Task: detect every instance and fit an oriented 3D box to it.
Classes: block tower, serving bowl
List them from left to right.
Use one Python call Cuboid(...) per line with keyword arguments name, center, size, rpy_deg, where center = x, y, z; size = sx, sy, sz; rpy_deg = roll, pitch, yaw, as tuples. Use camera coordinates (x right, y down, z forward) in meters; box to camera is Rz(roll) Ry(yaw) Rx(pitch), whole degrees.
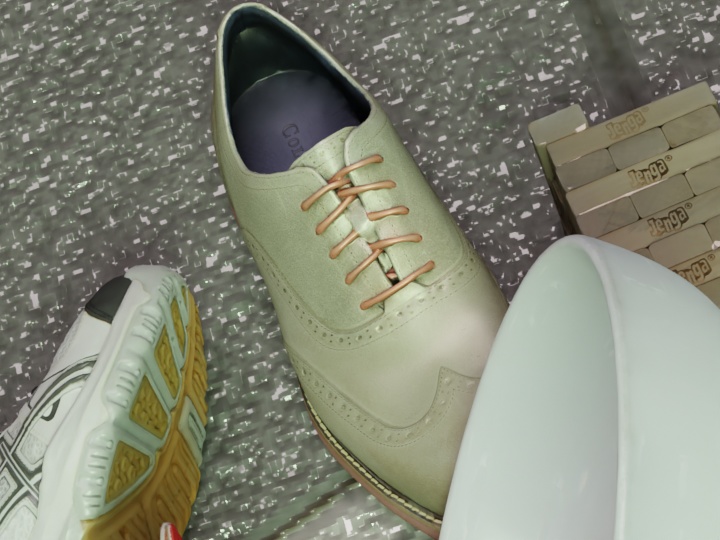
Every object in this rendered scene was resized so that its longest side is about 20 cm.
Cuboid(name="serving bowl", center=(0.065, 0.095, 0.754), size=(0.065, 0.200, 0.201), rpy_deg=(10, 54, -10))
Cuboid(name="block tower", center=(0.108, 0.034, 0.856), size=(0.058, 0.054, 0.201), rpy_deg=(-22, 52, 0))

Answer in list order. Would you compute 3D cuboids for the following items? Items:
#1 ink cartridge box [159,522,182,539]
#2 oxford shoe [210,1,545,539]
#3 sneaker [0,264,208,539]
Cuboid(name="ink cartridge box", center=(-0.058, 0.179, 0.762), size=(0.067, 0.116, 0.201), rpy_deg=(-12, 51, 10))
Cuboid(name="oxford shoe", center=(0.000, 0.000, 0.901), size=(0.071, 0.074, 0.200), rpy_deg=(-31, 52, -6))
Cuboid(name="sneaker", center=(-0.106, 0.080, 0.876), size=(0.087, 0.076, 0.201), rpy_deg=(6, 56, 21))
